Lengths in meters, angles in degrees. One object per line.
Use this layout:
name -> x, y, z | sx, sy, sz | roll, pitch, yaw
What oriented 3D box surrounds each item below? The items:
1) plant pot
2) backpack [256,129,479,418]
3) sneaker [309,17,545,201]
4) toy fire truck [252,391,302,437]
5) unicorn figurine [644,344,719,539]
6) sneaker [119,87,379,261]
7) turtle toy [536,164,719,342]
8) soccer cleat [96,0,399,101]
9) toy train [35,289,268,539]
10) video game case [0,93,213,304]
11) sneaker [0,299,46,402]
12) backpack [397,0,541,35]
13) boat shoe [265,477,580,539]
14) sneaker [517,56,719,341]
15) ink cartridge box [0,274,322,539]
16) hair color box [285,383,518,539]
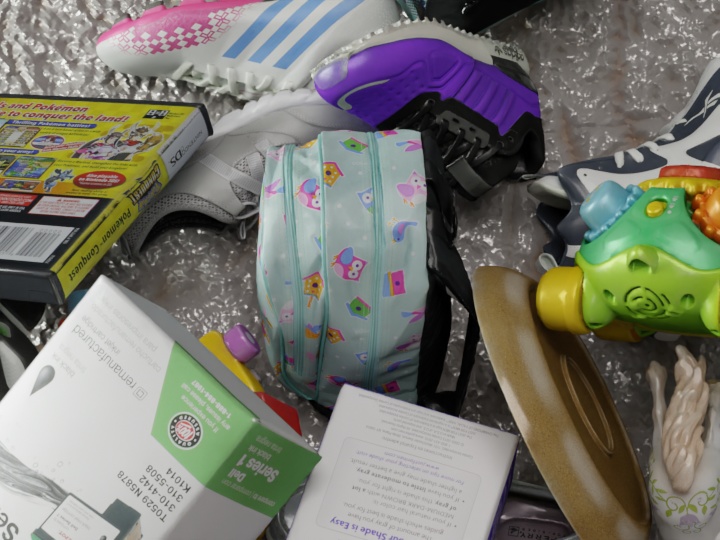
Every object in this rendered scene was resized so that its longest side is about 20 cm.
plant pot -> 0.123, 0.082, 1.409 | 0.027, 0.200, 0.200 | -26, 66, 12
backpack -> 0.000, 0.000, 1.444 | 0.126, 0.200, 0.167 | -8, 66, -4
sneaker -> 0.055, -0.094, 1.512 | 0.070, 0.200, 0.100 | -28, 71, 36
toy fire truck -> -0.126, 0.158, 1.410 | 0.200, 0.049, 0.141 | -16, 69, 19
unicorn figurine -> 0.201, 0.144, 1.426 | 0.074, 0.200, 0.138 | -18, 48, 20
sneaker -> -0.071, -0.058, 1.550 | 0.200, 0.075, 0.082 | -16, 74, 4
turtle toy -> 0.196, -0.007, 1.401 | 0.146, 0.200, 0.101 | 3, 87, 27
soccer cleat -> -0.071, -0.139, 1.582 | 0.200, 0.070, 0.086 | -10, 85, 2
toy train -> -0.121, 0.105, 1.480 | 0.150, 0.056, 0.200 | -13, 72, 18
video game case -> -0.217, -0.049, 1.485 | 0.200, 0.026, 0.181 | 5, 39, 30
sneaker -> -0.250, 0.060, 1.484 | 0.076, 0.115, 0.201 | 28, 26, -29
backpack -> 0.069, -0.261, 1.591 | 0.176, 0.153, 0.200 | -29, 77, -12
boat shoe -> 0.043, 0.149, 1.448 | 0.202, 0.065, 0.075 | 7, 65, 5
sneaker -> 0.171, -0.064, 1.539 | 0.129, 0.079, 0.199 | 20, 76, 0
ink cartridge box -> -0.144, 0.129, 1.351 | 0.146, 0.084, 0.200 | 40, 93, 31
hair color box -> 0.010, 0.175, 1.365 | 0.109, 0.065, 0.200 | 16, 61, 8
